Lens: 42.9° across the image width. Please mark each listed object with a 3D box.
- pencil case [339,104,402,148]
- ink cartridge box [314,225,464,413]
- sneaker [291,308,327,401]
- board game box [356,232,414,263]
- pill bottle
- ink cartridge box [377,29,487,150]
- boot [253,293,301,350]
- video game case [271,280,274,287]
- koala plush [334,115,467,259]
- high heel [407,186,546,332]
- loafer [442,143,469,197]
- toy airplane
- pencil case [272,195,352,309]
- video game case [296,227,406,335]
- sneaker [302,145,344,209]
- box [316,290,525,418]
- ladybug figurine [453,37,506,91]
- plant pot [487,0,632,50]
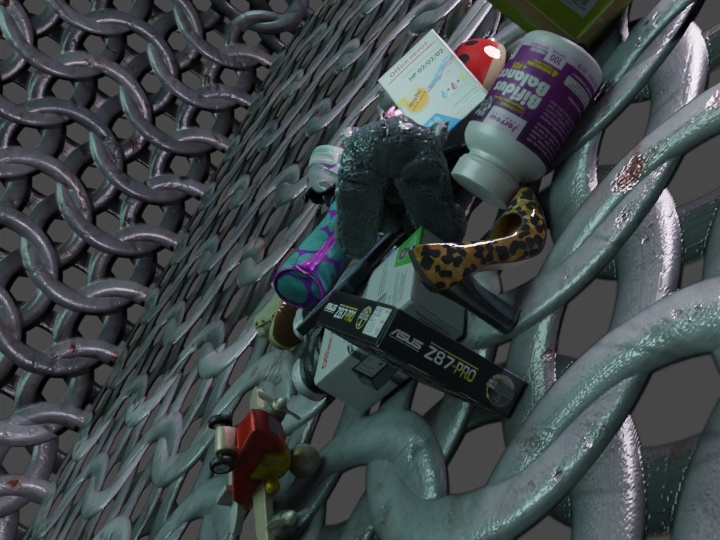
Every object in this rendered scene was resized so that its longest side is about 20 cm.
[{"bbox_3d":[0.021,-0.218,1.629,0.200,0.087,0.083,-31,15,41],"label":"pencil case"},{"bbox_3d":[0.039,0.064,1.156,0.200,0.084,0.146,-44,21,36],"label":"ink cartridge box"},{"bbox_3d":[-0.040,0.090,1.341,0.114,0.075,0.200,-43,28,32],"label":"sneaker"},{"bbox_3d":[0.072,-0.106,1.446,0.200,0.026,0.200,-62,19,-15],"label":"board game box"},{"bbox_3d":[0.197,-0.179,1.113,0.200,0.112,0.112,-58,18,-2],"label":"pill bottle"},{"bbox_3d":[0.108,-0.274,1.374,0.115,0.068,0.200,-41,59,13],"label":"ink cartridge box"},{"bbox_3d":[-0.133,0.085,1.578,0.155,0.072,0.200,-39,18,41],"label":"boot"},{"bbox_3d":[-0.066,-0.065,1.664,0.200,0.022,0.182,-43,7,37],"label":"video game case"},{"bbox_3d":[0.050,-0.144,1.219,0.200,0.177,0.184,-80,-16,-57],"label":"koala plush"},{"bbox_3d":[0.131,-0.046,1.011,0.071,0.142,0.200,-33,30,50],"label":"high heel"},{"bbox_3d":[0.097,-0.129,1.312,0.200,0.063,0.072,-34,35,25],"label":"loafer"},{"bbox_3d":[-0.123,0.264,1.203,0.199,0.141,0.201,-164,70,-81],"label":"toy airplane"},{"bbox_3d":[-0.051,-0.029,1.389,0.200,0.085,0.093,-56,-7,-42],"label":"pencil case"},{"bbox_3d":[0.000,0.000,1.281,0.143,0.019,0.200,-43,4,47],"label":"video game case"},{"bbox_3d":[-0.015,-0.146,1.543,0.200,0.078,0.140,-7,58,41],"label":"sneaker"},{"bbox_3d":[0.055,0.084,0.960,0.049,0.161,0.200,-60,18,-8],"label":"box"},{"bbox_3d":[0.160,-0.292,1.453,0.200,0.072,0.136,-63,19,-17],"label":"ladybug figurine"},{"bbox_3d":[0.260,-0.405,1.205,0.199,0.200,0.182,-47,28,26],"label":"plant pot"}]
